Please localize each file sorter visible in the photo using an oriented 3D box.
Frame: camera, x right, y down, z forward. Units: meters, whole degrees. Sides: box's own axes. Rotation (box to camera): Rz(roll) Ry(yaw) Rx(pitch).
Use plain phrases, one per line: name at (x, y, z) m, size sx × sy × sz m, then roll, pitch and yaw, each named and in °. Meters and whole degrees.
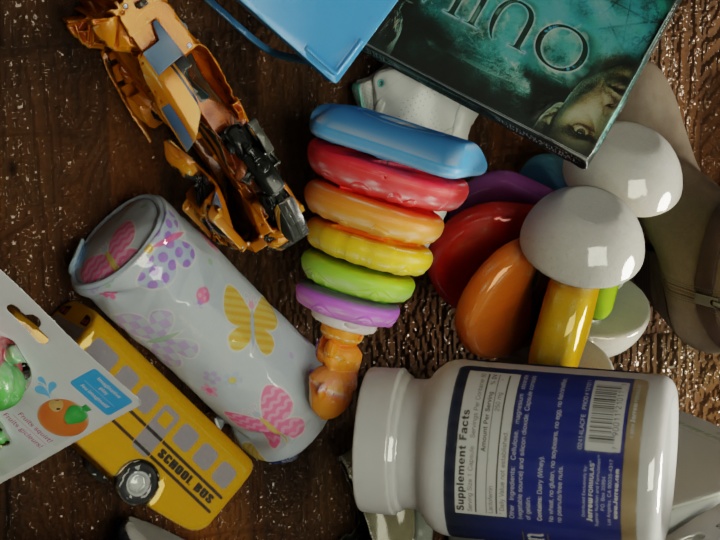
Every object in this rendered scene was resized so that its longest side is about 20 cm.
file sorter at (-0.028, -0.246, 1.642) m, size 0.139 × 0.123 × 0.200 m, roll 40°, pitch 83°, yaw -25°

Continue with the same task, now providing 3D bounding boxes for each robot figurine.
robot figurine at (-0.107, -0.091, 1.635) m, size 0.058 × 0.145 × 0.201 m, roll -36°, pitch 105°, yaw -12°

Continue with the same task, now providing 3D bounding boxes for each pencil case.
pencil case at (-0.100, 0.039, 1.695) m, size 0.200 × 0.090 × 0.083 m, roll 46°, pitch 52°, yaw -29°

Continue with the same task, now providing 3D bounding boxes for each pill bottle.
pill bottle at (0.099, 0.116, 1.652) m, size 0.198 × 0.116 × 0.117 m, roll 5°, pitch 102°, yaw 13°

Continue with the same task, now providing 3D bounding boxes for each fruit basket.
fruit basket at (-0.265, 0.071, 1.563) m, size 0.185 × 0.199 × 0.094 m, roll 46°, pitch 36°, yaw -28°

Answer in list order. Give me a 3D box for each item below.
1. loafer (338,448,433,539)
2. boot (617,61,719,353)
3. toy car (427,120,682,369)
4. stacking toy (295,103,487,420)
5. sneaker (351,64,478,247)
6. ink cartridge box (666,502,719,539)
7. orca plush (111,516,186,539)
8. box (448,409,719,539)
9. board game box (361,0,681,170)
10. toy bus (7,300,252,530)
loafer at (0.015, 0.207, 1.806) m, size 0.069 × 0.075 × 0.202 m, roll -5°, pitch 100°, yaw -14°
boot at (0.237, -0.042, 1.812) m, size 0.070 × 0.146 × 0.201 m, roll -17°, pitch 108°, yaw -22°
toy car at (0.124, -0.008, 1.755) m, size 0.200 × 0.149 × 0.176 m, roll -54°, pitch 159°, yaw -50°
stacking toy at (0.000, 0.000, 1.673) m, size 0.109 × 0.116 × 0.201 m, roll 17°, pitch 98°, yaw 12°
sneaker at (0.030, -0.095, 1.748) m, size 0.088 × 0.075 × 0.201 m, roll 20°, pitch 90°, yaw -13°
ink cartridge box at (0.244, 0.272, 1.695) m, size 0.146 × 0.084 × 0.201 m, roll -29°, pitch 115°, yaw -20°
orca plush at (-0.093, 0.244, 1.742) m, size 0.199 × 0.105 × 0.071 m, roll 29°, pitch 104°, yaw -26°
box at (0.191, 0.211, 1.817) m, size 0.199 × 0.199 × 0.173 m, roll -13°, pitch 107°, yaw -26°
board game box at (0.094, -0.170, 1.703) m, size 0.199 × 0.028 × 0.136 m, roll 28°, pitch 80°, yaw 10°
toy bus at (-0.165, 0.089, 1.682) m, size 0.078 × 0.065 × 0.200 m, roll -49°, pitch 118°, yaw -10°
